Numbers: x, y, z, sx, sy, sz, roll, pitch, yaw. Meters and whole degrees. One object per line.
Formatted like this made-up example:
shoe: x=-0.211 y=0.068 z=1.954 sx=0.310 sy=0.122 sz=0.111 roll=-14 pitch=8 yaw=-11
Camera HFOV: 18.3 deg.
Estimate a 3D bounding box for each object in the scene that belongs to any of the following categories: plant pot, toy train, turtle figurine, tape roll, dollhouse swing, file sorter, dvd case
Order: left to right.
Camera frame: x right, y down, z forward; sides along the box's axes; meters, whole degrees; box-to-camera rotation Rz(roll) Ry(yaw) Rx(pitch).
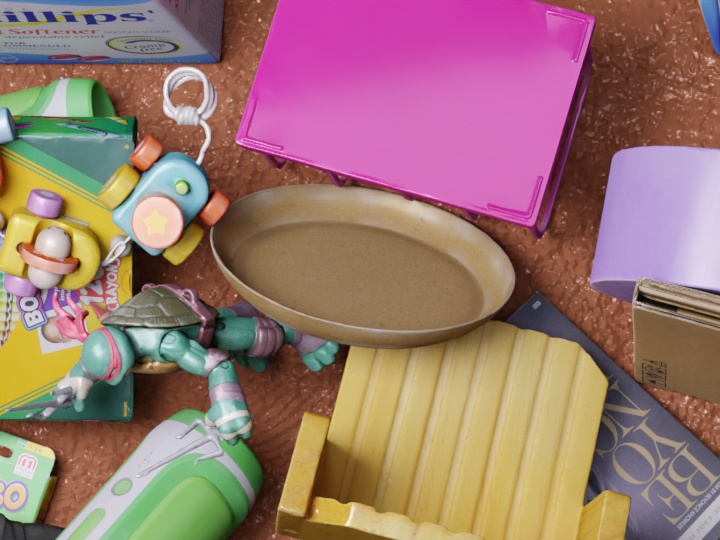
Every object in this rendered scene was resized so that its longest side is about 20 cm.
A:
toy train: x=-0.183 y=-0.056 z=1.412 sx=0.199 sy=0.056 sz=0.151 roll=-9 pitch=108 yaw=0
turtle figurine: x=-0.117 y=0.057 z=1.417 sx=0.149 sy=0.200 sz=0.101 roll=20 pitch=113 yaw=39
plant pot: x=0.000 y=0.000 z=1.448 sx=0.199 sy=0.200 sz=0.028 roll=16 pitch=117 yaw=11
file sorter: x=0.043 y=-0.111 z=1.474 sx=0.199 sy=0.125 sz=0.140 roll=16 pitch=84 yaw=10
dollhouse swing: x=0.067 y=0.097 z=1.364 sx=0.199 sy=0.182 sz=0.176 roll=16 pitch=77 yaw=1
dvd case: x=0.138 y=0.128 z=1.451 sx=0.200 sy=0.016 sz=0.149 roll=43 pitch=66 yaw=11
tape roll: x=0.247 y=-0.014 z=1.388 sx=0.199 sy=0.200 sz=0.085 roll=11 pitch=85 yaw=11

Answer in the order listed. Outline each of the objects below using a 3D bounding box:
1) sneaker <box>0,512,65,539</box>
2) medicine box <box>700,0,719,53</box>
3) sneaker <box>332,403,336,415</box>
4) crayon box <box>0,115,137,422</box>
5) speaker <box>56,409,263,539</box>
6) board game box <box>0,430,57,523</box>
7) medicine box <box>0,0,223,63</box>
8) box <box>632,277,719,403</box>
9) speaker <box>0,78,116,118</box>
sneaker: x=-0.220 y=0.265 z=1.495 sx=0.090 sy=0.076 sz=0.201 roll=7 pitch=92 yaw=-25
medicine box: x=0.243 y=-0.261 z=1.421 sx=0.103 sy=0.182 sz=0.201 roll=-18 pitch=80 yaw=8
sneaker: x=0.065 y=0.148 z=1.474 sx=0.200 sy=0.077 sz=0.089 roll=45 pitch=79 yaw=7
crayon box: x=-0.208 y=-0.002 z=1.488 sx=0.118 sy=0.058 sz=0.201 roll=1 pitch=108 yaw=-4
speaker: x=-0.152 y=0.185 z=1.450 sx=0.088 sy=0.089 sz=0.200 roll=36 pitch=65 yaw=12
board game box: x=-0.280 y=0.205 z=1.540 sx=0.095 sy=0.030 sz=0.201 roll=18 pitch=89 yaw=10
medicine box: x=-0.199 y=-0.208 z=1.490 sx=0.181 sy=0.200 sz=0.103 roll=1 pitch=83 yaw=10
box: x=0.248 y=0.059 z=1.379 sx=0.163 sy=0.200 sz=0.021 roll=15 pitch=76 yaw=11
speaker: x=-0.269 y=-0.074 z=1.544 sx=0.199 sy=0.088 sz=0.089 roll=-12 pitch=81 yaw=8
